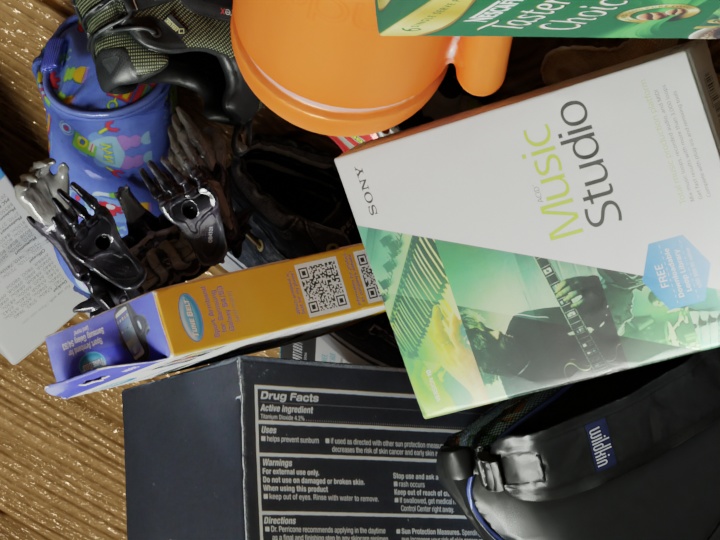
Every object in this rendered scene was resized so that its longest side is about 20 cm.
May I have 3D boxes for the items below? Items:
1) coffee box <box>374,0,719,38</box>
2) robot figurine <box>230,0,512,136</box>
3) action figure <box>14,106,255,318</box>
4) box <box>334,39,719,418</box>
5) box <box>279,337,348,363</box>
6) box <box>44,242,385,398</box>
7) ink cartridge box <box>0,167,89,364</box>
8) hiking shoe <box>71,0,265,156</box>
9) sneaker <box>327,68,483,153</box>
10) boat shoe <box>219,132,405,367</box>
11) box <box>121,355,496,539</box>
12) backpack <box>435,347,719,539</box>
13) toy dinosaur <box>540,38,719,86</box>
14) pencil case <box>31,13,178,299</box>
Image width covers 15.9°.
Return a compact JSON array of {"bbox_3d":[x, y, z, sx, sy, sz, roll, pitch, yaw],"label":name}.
[{"bbox_3d":[0.116,-0.133,1.129,0.200,0.044,0.123,-1,173,-21],"label":"coffee box"},{"bbox_3d":[-0.004,-0.143,1.249,0.144,0.117,0.200,-5,150,-13],"label":"robot figurine"},{"bbox_3d":[-0.117,-0.030,1.394,0.200,0.119,0.102,144,101,-85],"label":"action figure"},{"bbox_3d":[0.098,-0.017,1.270,0.200,0.036,0.144,-16,97,29],"label":"box"},{"bbox_3d":[0.050,0.063,1.572,0.200,0.049,0.082,20,148,9],"label":"box"},{"bbox_3d":[-0.072,0.025,1.365,0.119,0.200,0.042,-21,81,52],"label":"box"},{"bbox_3d":[-0.241,-0.022,1.593,0.116,0.068,0.200,39,165,46],"label":"ink cartridge box"},{"bbox_3d":[-0.119,-0.146,1.336,0.200,0.101,0.076,33,146,-13],"label":"hiking shoe"},{"bbox_3d":[0.051,-0.042,1.401,0.200,0.077,0.085,48,140,-14],"label":"sneaker"},{"bbox_3d":[0.000,0.000,1.490,0.200,0.071,0.091,30,150,0],"label":"boat shoe"},{"bbox_3d":[-0.017,0.157,1.414,0.200,0.199,0.123,6,167,-38],"label":"box"},{"bbox_3d":[0.157,0.108,1.366,0.200,0.190,0.154,53,175,-15],"label":"backpack"},{"bbox_3d":[0.141,-0.088,1.282,0.101,0.058,0.200,31,148,-7],"label":"toy dinosaur"},{"bbox_3d":[-0.146,-0.064,1.495,0.087,0.078,0.200,5,145,2],"label":"pencil case"}]
